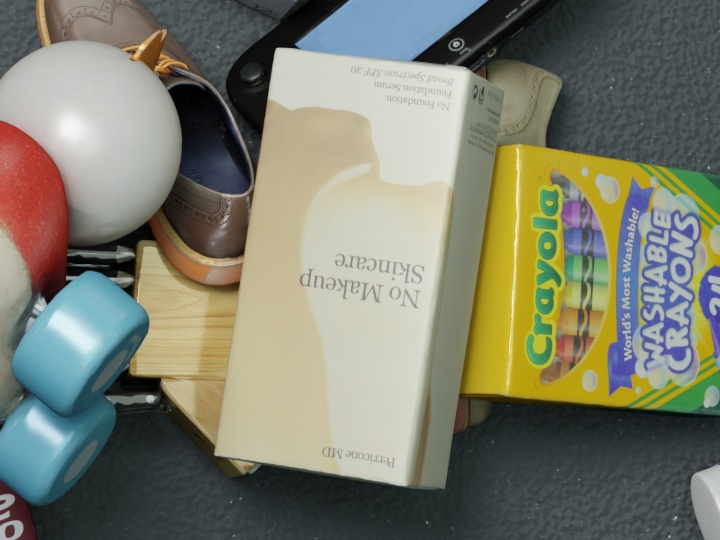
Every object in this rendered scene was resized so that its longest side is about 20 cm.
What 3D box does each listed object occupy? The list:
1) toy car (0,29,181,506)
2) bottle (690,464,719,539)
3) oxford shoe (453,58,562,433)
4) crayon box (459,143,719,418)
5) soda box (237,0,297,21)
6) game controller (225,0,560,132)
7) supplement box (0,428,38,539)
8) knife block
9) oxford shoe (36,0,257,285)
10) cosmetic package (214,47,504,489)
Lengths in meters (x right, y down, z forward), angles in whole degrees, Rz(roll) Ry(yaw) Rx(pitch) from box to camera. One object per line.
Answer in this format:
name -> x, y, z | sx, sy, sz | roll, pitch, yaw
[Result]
toy car -> -0.149, -0.033, 1.369 | 0.184, 0.177, 0.200 | 38, 58, 9
bottle -> 0.273, 0.100, 1.549 | 0.199, 0.065, 0.084 | -17, 87, -11
oxford shoe -> 0.072, -0.014, 1.523 | 0.075, 0.070, 0.201 | 6, 84, -13
crayon box -> 0.112, 0.007, 1.492 | 0.200, 0.052, 0.126 | 6, 85, -37
soda box -> -0.111, -0.204, 1.511 | 0.200, 0.063, 0.068 | 26, 81, -6
game controller -> 0.027, -0.130, 1.517 | 0.200, 0.104, 0.042 | -39, 129, -11
supplement box -> -0.207, 0.159, 1.442 | 0.108, 0.061, 0.201 | -15, 99, -11
knife block -> -0.087, 0.011, 1.494 | 0.200, 0.064, 0.176 | -43, 93, -11
oxford shoe -> -0.100, -0.090, 1.471 | 0.071, 0.073, 0.200 | -24, 62, -24
cosmetic package -> 0.000, 0.000, 1.418 | 0.105, 0.071, 0.201 | 6, 87, 18
